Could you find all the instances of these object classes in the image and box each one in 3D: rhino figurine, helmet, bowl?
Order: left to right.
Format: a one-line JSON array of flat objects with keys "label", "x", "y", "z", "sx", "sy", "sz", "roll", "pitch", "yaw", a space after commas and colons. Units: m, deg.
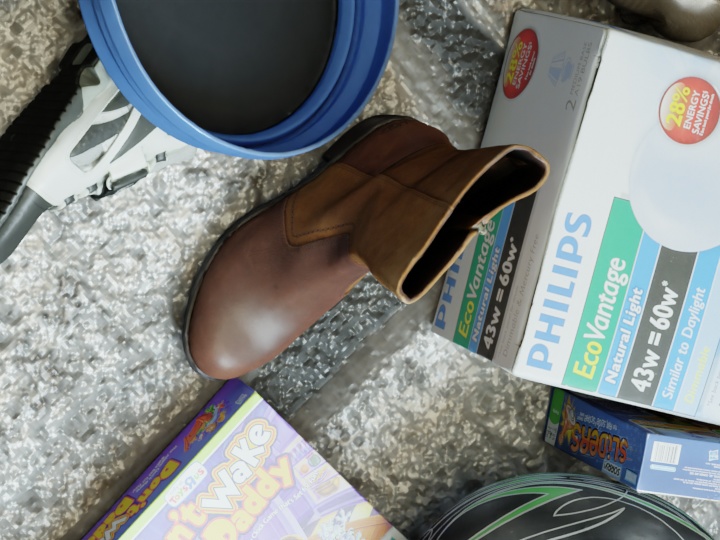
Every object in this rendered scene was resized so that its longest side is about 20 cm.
[{"label": "bowl", "x": -0.066, "y": -0.156, "z": 1.496, "sx": 0.200, "sy": 0.039, "sz": 0.201, "roll": 8, "pitch": 78, "yaw": -41}, {"label": "helmet", "x": 0.115, "y": 0.206, "z": 1.585, "sx": 0.200, "sy": 0.200, "sz": 0.191, "roll": 31, "pitch": 99, "yaw": -21}, {"label": "rhino figurine", "x": 0.127, "y": -0.191, "z": 1.571, "sx": 0.200, "sy": 0.087, "sz": 0.060, "roll": 34, "pitch": 91, "yaw": -20}]

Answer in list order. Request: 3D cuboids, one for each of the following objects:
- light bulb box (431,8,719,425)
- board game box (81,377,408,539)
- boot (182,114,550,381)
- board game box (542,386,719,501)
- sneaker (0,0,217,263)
[{"label": "light bulb box", "x": 0.172, "y": -0.025, "z": 1.598, "sx": 0.199, "sy": 0.125, "sz": 0.199, "roll": 13, "pitch": 95, "yaw": -22}, {"label": "board game box", "x": -0.088, "y": 0.179, "z": 1.584, "sx": 0.200, "sy": 0.045, "sz": 0.134, "roll": -48, "pitch": 111, "yaw": -6}, {"label": "boot", "x": 0.000, "y": 0.000, "z": 1.501, "sx": 0.188, "sy": 0.200, "sz": 0.069, "roll": -40, "pitch": 110, "yaw": -9}, {"label": "board game box", "x": 0.221, "y": 0.107, "z": 1.633, "sx": 0.199, "sy": 0.135, "sz": 0.035, "roll": 9, "pitch": 96, "yaw": -20}, {"label": "sneaker", "x": -0.132, "y": -0.068, "z": 1.510, "sx": 0.088, "sy": 0.074, "sz": 0.200, "roll": 41, "pitch": 81, "yaw": -25}]
